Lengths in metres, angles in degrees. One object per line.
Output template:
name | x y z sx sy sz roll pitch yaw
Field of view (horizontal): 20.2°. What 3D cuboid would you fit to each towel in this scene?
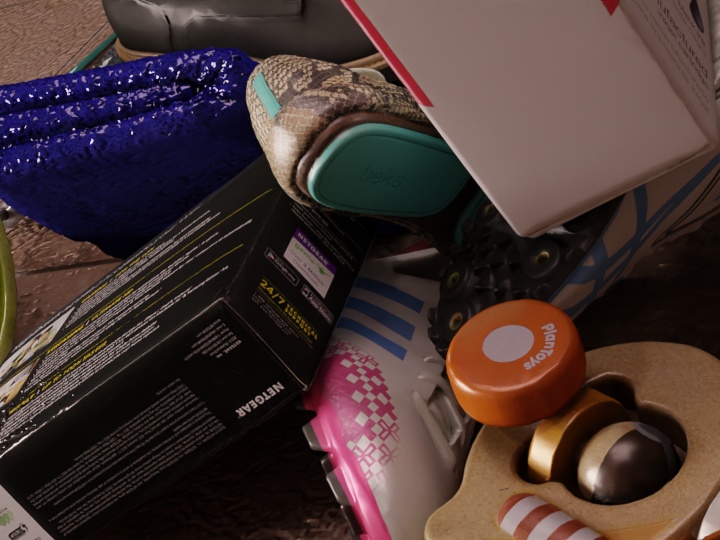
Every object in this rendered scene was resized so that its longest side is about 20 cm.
towel | -0.072 -0.048 0.902 0.147 0.050 0.200 -14 -17 19

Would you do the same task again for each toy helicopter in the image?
toy helicopter | 0.078 0.100 0.636 0.131 0.079 0.201 2 45 25

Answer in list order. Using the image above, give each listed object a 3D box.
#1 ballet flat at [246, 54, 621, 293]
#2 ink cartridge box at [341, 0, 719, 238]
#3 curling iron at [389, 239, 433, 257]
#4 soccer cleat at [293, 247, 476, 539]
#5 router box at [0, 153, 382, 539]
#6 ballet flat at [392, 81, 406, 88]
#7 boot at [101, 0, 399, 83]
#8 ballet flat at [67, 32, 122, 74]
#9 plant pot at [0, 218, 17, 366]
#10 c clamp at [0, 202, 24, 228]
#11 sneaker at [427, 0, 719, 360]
ballet flat | 0.032 -0.044 0.795 0.068 0.199 0.075 -51 49 19
ink cartridge box | 0.058 -0.135 0.740 0.084 0.145 0.201 -26 31 24
curling iron | 0.000 0.000 0.898 0.200 0.050 0.026 -38 13 -21
soccer cleat | 0.020 0.042 0.768 0.086 0.070 0.200 -22 26 1
router box | -0.087 0.038 0.803 0.199 0.051 0.149 -34 17 29
ballet flat | 0.018 -0.084 0.948 0.067 0.047 0.200 -7 -6 -19
boot | -0.046 -0.147 0.860 0.199 0.139 0.078 -7 40 28
ballet flat | -0.081 -0.120 1.019 0.074 0.074 0.200 1 44 40
plant pot | -0.267 -0.004 0.975 0.199 0.202 0.193 -25 14 -5
c clamp | -0.130 -0.083 1.115 0.200 0.027 0.171 -37 2 29
sneaker | 0.104 -0.029 0.762 0.200 0.073 0.072 -47 32 -19
